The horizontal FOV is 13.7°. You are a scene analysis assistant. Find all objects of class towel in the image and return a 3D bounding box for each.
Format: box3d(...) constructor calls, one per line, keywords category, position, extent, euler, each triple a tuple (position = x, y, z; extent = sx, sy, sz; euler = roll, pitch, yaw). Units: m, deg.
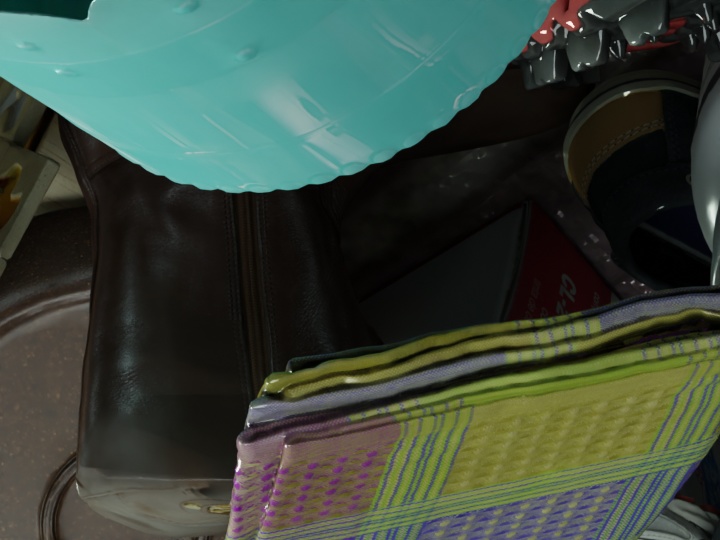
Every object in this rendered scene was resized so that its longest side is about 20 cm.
box3d(category="towel", position=(0.028, 0.059, 0.831), extent=(0.143, 0.023, 0.200), euler=(-12, 158, -12))

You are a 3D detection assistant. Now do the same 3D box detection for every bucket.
box3d(category="bucket", position=(-0.040, -0.127, 0.767), extent=(0.207, 0.208, 0.135), euler=(-17, 151, 21))

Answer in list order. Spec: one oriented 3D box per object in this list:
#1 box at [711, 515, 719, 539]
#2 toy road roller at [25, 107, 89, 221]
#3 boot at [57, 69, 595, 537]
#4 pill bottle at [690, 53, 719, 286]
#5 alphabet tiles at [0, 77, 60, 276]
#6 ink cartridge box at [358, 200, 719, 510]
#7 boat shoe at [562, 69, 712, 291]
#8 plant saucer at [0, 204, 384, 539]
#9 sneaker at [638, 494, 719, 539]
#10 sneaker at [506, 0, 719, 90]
box3d(category="box", position=(0.154, 0.157, 0.973), extent=(0.049, 0.200, 0.160), euler=(5, 153, 35))
box3d(category="toy road roller", position=(-0.110, 0.045, 1.014), extent=(0.123, 0.146, 0.200), euler=(26, 125, -8))
box3d(category="boot", position=(0.000, 0.000, 0.912), extent=(0.186, 0.200, 0.064), euler=(-4, 134, -8))
box3d(category="pill bottle", position=(0.154, -0.048, 0.864), extent=(0.113, 0.200, 0.113), euler=(6, 126, 8))
box3d(category="alphabet tiles", position=(-0.158, 0.012, 0.963), extent=(0.006, 0.166, 0.200), euler=(30, 85, -27))
box3d(category="ink cartridge box", position=(0.061, 0.097, 1.057), extent=(0.146, 0.083, 0.200), euler=(-32, 113, 27))
box3d(category="boat shoe", position=(0.153, 0.000, 0.969), extent=(0.200, 0.062, 0.075), euler=(23, 127, -26))
box3d(category="plant saucer", position=(-0.074, 0.079, 0.956), extent=(0.199, 0.034, 0.201), euler=(0, 92, -5))
box3d(category="sneaker", position=(0.103, 0.157, 0.990), extent=(0.078, 0.082, 0.200), euler=(-8, 122, 14))
box3d(category="sneaker", position=(0.060, -0.101, 0.846), extent=(0.071, 0.200, 0.098), euler=(-7, 93, -17))
